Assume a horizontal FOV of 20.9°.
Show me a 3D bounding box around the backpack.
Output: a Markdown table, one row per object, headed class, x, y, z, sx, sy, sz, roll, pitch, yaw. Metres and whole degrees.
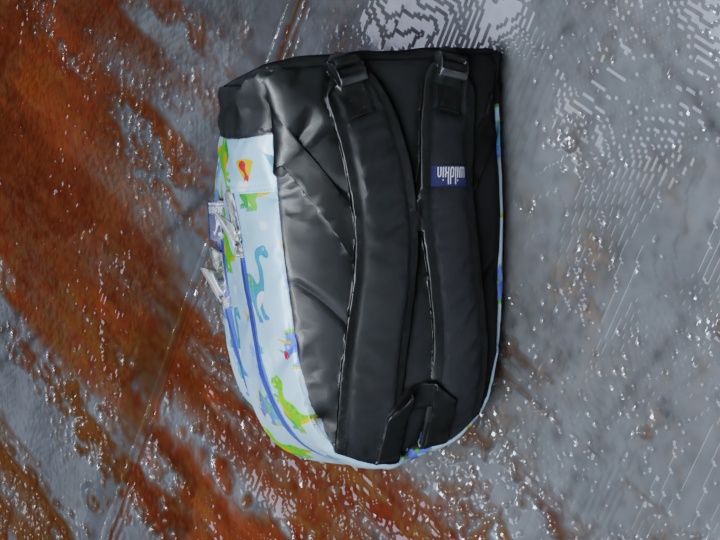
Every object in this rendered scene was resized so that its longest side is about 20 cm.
| class | x | y | z | sx | sy | sz | roll | pitch | yaw |
| --- | --- | --- | --- | --- | --- | --- | --- | --- | --- |
| backpack | 0.000 | 0.000 | 0.992 | 0.153 | 0.162 | 0.202 | -19 | 83 | 54 |
